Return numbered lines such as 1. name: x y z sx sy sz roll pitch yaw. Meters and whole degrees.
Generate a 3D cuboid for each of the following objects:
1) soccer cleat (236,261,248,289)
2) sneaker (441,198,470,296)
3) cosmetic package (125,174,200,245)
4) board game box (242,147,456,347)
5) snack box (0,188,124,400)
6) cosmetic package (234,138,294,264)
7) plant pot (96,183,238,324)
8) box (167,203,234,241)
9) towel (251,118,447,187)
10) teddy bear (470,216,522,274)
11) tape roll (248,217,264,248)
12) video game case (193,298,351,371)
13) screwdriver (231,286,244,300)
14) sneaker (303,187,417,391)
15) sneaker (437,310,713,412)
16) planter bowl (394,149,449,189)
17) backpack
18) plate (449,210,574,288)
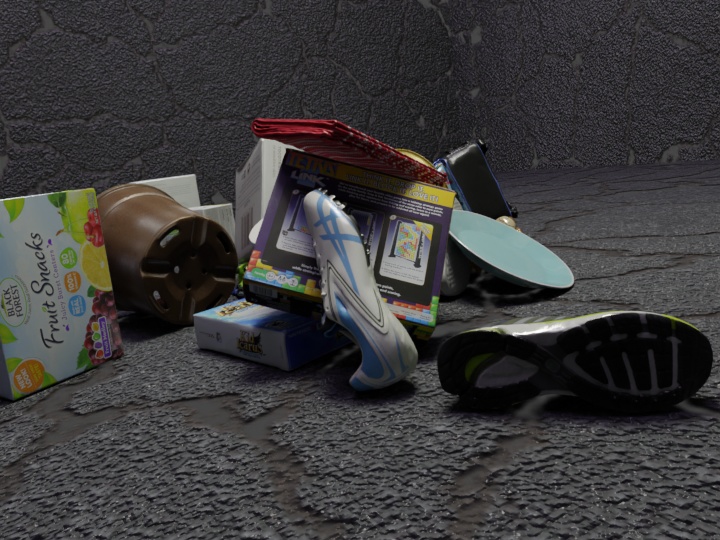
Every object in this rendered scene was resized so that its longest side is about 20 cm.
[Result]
1. soccer cleat: -0.121 0.008 0.951 0.080 0.069 0.197 -9 7 -42
2. sneaker: 0.098 -0.019 0.884 0.112 0.073 0.202 -22 27 24
3. cosmetic package: -0.593 -0.176 1.832 0.196 0.206 0.122 -13 12 -31
4. board game box: -0.008 -0.027 0.642 0.195 0.169 0.057 15 -29 0
5. snack box: -0.352 0.019 0.675 0.052 0.206 0.141 1 13 33
6. cosmetic package: -0.095 -0.101 1.009 0.195 0.171 0.167 4 -12 -27
7. plant pot: -0.293 -0.019 0.894 0.197 0.206 0.196 -17 21 -41
8. box: -0.449 -0.120 1.687 0.197 0.116 0.100 0 13 40
9. towel: -0.011 -0.129 0.681 0.143 0.023 0.197 16 2 44
10. teddy bear: 0.198 -0.042 0.976 0.196 0.069 0.144 -13 14 -22
11. tape roll: -0.042 -0.051 0.788 0.198 0.072 0.203 -19 22 8
12. video game case: -0.070 0.053 0.730 0.179 0.047 0.198 2 15 44
13. screwdriver: -0.215 0.031 0.965 0.197 0.030 0.028 9 18 40
14. sneaker: -0.016 0.012 0.553 0.071 0.203 0.072 -23 -23 -4
15. sneaker: 0.162 0.061 0.471 0.195 0.076 0.081 -2 9 20
16. planter bowl: 0.060 -0.098 1.046 0.197 0.205 0.083 4 27 44
17. backpack: 0.196 -0.141 1.211 0.132 0.186 0.200 -27 1 -12
18. plate: 0.195 -0.024 0.822 0.196 0.026 0.201 19 25 -9
